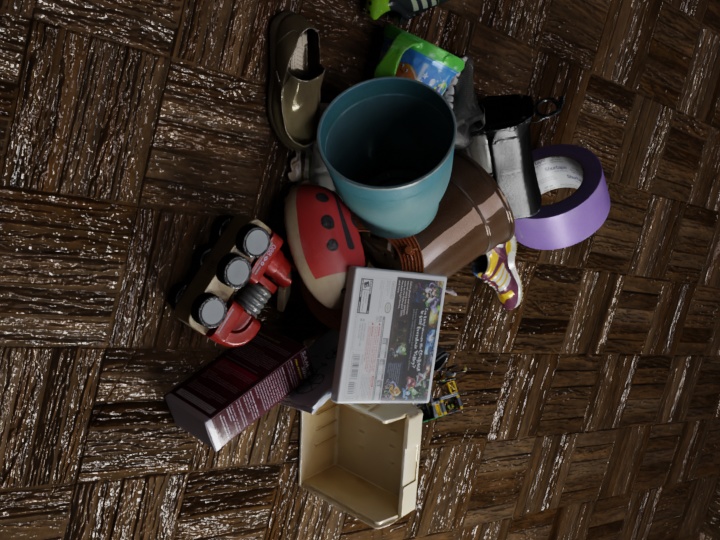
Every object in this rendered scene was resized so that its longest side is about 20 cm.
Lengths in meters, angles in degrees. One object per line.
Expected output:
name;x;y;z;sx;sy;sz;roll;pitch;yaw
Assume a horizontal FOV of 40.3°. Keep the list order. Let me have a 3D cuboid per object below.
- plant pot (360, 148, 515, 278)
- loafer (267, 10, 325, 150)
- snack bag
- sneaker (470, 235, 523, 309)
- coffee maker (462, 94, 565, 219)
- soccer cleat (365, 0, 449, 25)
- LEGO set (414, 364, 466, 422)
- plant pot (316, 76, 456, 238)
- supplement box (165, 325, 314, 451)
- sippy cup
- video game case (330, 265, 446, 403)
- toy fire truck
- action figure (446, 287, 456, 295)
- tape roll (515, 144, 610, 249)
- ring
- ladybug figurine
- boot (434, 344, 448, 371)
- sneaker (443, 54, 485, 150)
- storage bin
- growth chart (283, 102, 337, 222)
plant pot;0.118;-0.069;1.636;0.198;0.200;0.201;-39;131;-19
loafer;-0.090;-0.267;1.408;0.076;0.067;0.201;-20;117;-30
snack bag;-0.050;0.146;1.541;0.200;0.188;0.021;-40;110;-25
sneaker;0.255;0.003;1.898;0.090;0.075;0.201;-26;125;-17
coffee maker;0.265;-0.194;1.726;0.135;0.191;0.201;-56;141;-37
soccer cleat;0.084;-0.430;1.540;0.199;0.067;0.081;-14;132;-40
LEGO set;0.088;0.218;1.763;0.199;0.153;0.117;-9;78;-41
plant pot;0.045;-0.150;1.464;0.200;0.200;0.188;-49;156;-20
supplement box;-0.179;0.172;1.473;0.200;0.109;0.061;-36;128;-30
sippy cup;0.076;-0.297;1.538;0.177;0.140;0.131;17;105;-33
video game case;0.045;0.099;1.474;0.181;0.023;0.201;6;94;-37
toy fire truck;-0.162;0.035;1.443;0.200;0.128;0.177;39;77;-37
action figure;0.093;0.086;1.756;0.194;0.104;0.200;-49;168;-18
tape roll;0.362;-0.140;1.844;0.200;0.199;0.085;-49;135;-21
ring;0.000;0.000;1.531;0.201;0.200;0.019;-63;166;-6
ladybug figurine;-0.048;-0.044;1.466;0.135;0.072;0.201;-11;80;-57
boot;0.036;0.151;1.622;0.200;0.132;0.070;-36;158;15
sneaker;0.170;-0.274;1.635;0.090;0.066;0.201;28;54;-12
storage bin;-0.001;0.297;1.646;0.093;0.198;0.201;-18;118;-45
growth chart;-0.058;-0.168;1.526;0.144;0.018;0.201;-3;108;-45
